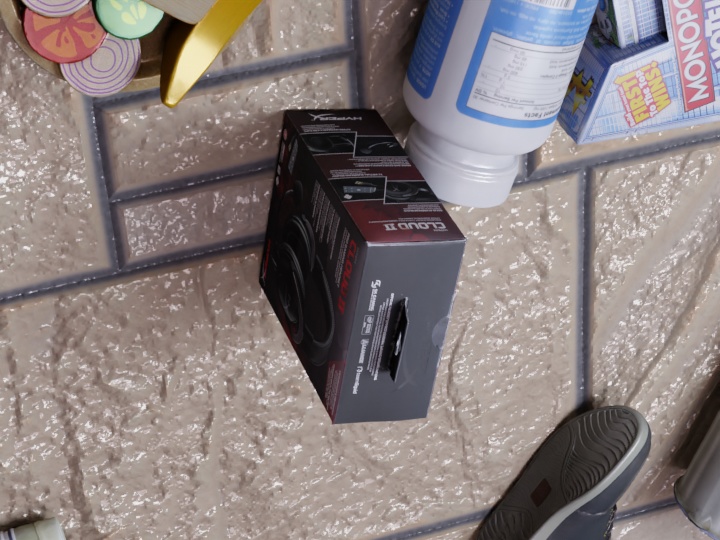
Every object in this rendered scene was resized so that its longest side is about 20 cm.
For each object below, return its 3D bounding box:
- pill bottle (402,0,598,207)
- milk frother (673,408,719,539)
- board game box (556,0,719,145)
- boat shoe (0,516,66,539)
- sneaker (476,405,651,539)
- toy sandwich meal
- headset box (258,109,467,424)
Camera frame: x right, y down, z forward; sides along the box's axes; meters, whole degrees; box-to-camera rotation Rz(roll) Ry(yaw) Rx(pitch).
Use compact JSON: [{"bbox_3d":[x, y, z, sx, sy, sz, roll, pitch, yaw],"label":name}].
[{"bbox_3d":[0.093,-0.150,1.340,0.112,0.112,0.201,5,121,-24],"label":"pill bottle"},{"bbox_3d":[0.397,0.161,1.616,0.180,0.200,0.189,6,121,-29],"label":"milk frother"},{"bbox_3d":[0.228,-0.181,1.403,0.199,0.062,0.201,-22,128,-7],"label":"board game box"},{"bbox_3d":[-0.230,0.280,1.533,0.062,0.072,0.200,-22,125,-2],"label":"boat shoe"},{"bbox_3d":[0.194,0.196,1.648,0.106,0.075,0.200,22,122,-37],"label":"sneaker"},{"bbox_3d":[-0.137,-0.194,1.245,0.204,0.070,0.206,-10,126,-15],"label":"toy sandwich meal"},{"bbox_3d":[0.000,0.000,1.349,0.077,0.200,0.149,-2,124,-20],"label":"headset box"}]
